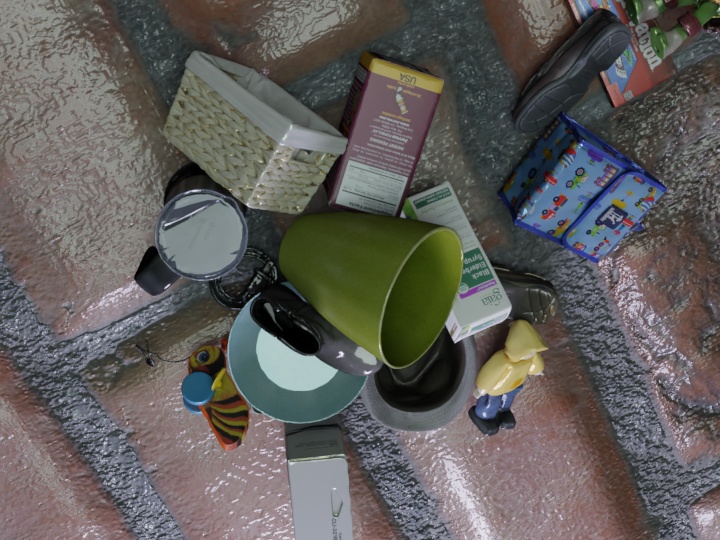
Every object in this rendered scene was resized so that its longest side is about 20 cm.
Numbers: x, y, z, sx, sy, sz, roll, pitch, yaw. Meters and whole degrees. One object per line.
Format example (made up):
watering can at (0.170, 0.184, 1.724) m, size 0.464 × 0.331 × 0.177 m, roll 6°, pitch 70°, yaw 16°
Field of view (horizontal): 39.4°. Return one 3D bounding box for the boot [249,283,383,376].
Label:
boot at (-0.056, 0.092, 1.309) m, size 0.199 × 0.132 × 0.070 m, roll 27°, pitch 96°, yaw -6°

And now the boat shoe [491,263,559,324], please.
boat shoe at (0.190, 0.029, 1.467) m, size 0.199 × 0.073 × 0.075 m, roll 14°, pitch 114°, yaw 10°

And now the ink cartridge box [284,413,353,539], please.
ink cartridge box at (-0.063, 0.287, 1.446) m, size 0.083 × 0.200 × 0.145 m, roll -6°, pitch 107°, yaw -5°

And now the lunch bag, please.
lunch bag at (0.325, -0.104, 1.435) m, size 0.199 × 0.094 × 0.151 m, roll 26°, pitch 115°, yaw -25°

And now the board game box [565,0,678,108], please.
board game box at (0.359, -0.339, 1.401) m, size 0.103 × 0.019 × 0.200 m, roll -29°, pitch 108°, yaw 2°

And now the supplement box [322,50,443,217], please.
supplement box at (0.026, -0.181, 1.350) m, size 0.103 × 0.131 × 0.201 m, roll 15°, pitch 105°, yaw -11°

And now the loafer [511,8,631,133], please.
loafer at (0.284, -0.275, 1.391) m, size 0.072 × 0.063 × 0.200 m, roll 20°, pitch 125°, yaw -44°

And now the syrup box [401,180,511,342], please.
syrup box at (0.126, -0.011, 1.387) m, size 0.078 × 0.081 × 0.201 m, roll -22°, pitch 73°, yaw -9°

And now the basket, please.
basket at (-0.140, -0.173, 1.287) m, size 0.200 × 0.135 × 0.124 m, roll 39°, pitch 108°, yaw 28°

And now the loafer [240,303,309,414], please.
loafer at (-0.119, 0.122, 1.450) m, size 0.070 × 0.070 × 0.201 m, roll 3°, pitch 111°, yaw -43°

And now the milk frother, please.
milk frother at (-0.184, -0.027, 1.342) m, size 0.199 × 0.188 × 0.181 m, roll 25°, pitch 103°, yaw -14°

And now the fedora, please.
fedora at (0.079, 0.126, 1.472) m, size 0.176 × 0.090 × 0.201 m, roll -1°, pitch 109°, yaw -6°

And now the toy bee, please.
toy bee at (-0.212, 0.151, 1.437) m, size 0.109 × 0.131 × 0.200 m, roll -39°, pitch 98°, yaw -19°

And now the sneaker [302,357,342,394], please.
sneaker at (-0.032, 0.077, 1.452) m, size 0.078 × 0.079 × 0.201 m, roll 24°, pitch 99°, yaw -5°

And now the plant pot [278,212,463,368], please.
plant pot at (0.000, 0.000, 1.293) m, size 0.199 × 0.187 × 0.188 m, roll 24°, pitch 107°, yaw 30°

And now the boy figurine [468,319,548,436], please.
boy figurine at (0.225, 0.151, 1.473) m, size 0.124 × 0.065 × 0.200 m, roll -11°, pitch 138°, yaw -30°

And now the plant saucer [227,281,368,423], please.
plant saucer at (-0.083, 0.111, 1.397) m, size 0.200 × 0.039 × 0.202 m, roll 0°, pitch 98°, yaw -2°

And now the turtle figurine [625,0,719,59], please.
turtle figurine at (0.458, -0.378, 1.315) m, size 0.193 × 0.200 × 0.144 m, roll -29°, pitch 98°, yaw 3°
